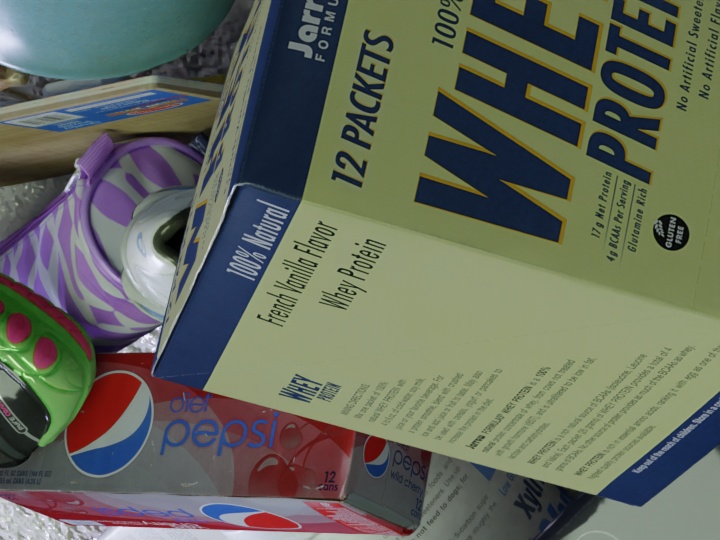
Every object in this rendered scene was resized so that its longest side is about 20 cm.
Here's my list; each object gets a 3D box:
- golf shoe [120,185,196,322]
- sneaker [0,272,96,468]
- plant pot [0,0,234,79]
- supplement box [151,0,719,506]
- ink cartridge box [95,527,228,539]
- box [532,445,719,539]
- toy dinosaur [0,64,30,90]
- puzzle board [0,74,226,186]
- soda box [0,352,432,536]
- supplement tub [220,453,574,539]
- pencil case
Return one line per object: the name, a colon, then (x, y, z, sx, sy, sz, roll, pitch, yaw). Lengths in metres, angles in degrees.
golf shoe: (0.000, 0.000, 1.032, 0.200, 0.097, 0.078, 0, 86, -5)
sneaker: (-0.212, 0.019, 1.110, 0.200, 0.077, 0.084, 36, 109, 20)
plant pot: (-0.110, -0.186, 0.970, 0.200, 0.200, 0.188, 18, 141, 11)
supplement box: (0.048, -0.026, 0.880, 0.199, 0.134, 0.200, 15, 157, -7)
ink cartridge box: (-0.061, 0.171, 1.321, 0.161, 0.050, 0.200, 38, 150, -6)
box: (0.126, 0.145, 1.031, 0.122, 0.106, 0.200, 44, 110, 5)
toy dinosaur: (-0.162, -0.123, 1.103, 0.106, 0.200, 0.060, -35, 104, -3)
puzzle board: (-0.130, -0.064, 1.108, 0.200, 0.151, 0.017, -9, 83, 30)
soda box: (-0.066, 0.076, 1.097, 0.200, 0.070, 0.063, -2, 159, 34)
supplement tub: (0.045, 0.143, 1.179, 0.200, 0.132, 0.132, 45, 131, -13)
pencil case: (-0.134, 0.001, 1.158, 0.085, 0.084, 0.200, 35, 147, -15)
